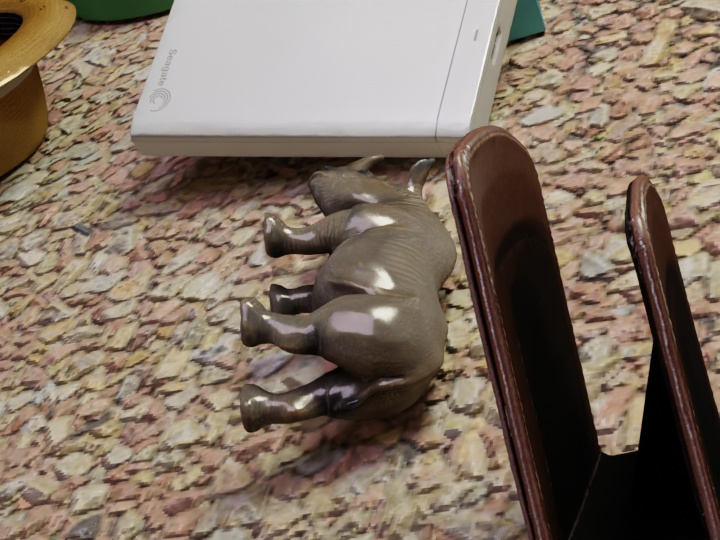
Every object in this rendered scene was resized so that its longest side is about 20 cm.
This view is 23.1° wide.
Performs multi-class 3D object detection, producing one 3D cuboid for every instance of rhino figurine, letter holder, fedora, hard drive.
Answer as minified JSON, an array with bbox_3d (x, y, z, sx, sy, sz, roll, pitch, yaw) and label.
[{"bbox_3d":[0.000,0.000,0.809,0.087,0.060,0.200,-1,33,7],"label":"rhino figurine"},{"bbox_3d":[0.100,0.011,0.571,0.100,0.142,0.200,-15,0,12],"label":"letter holder"},{"bbox_3d":[-0.255,-0.102,1.109,0.200,0.082,0.201,-17,26,8],"label":"fedora"},{"bbox_3d":[-0.019,-0.122,0.980,0.200,0.027,0.132,2,58,22],"label":"hard drive"}]

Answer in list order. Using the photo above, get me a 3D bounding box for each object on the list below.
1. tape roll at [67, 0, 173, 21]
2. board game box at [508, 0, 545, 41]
[{"bbox_3d":[-0.136,-0.254,1.301,0.200,0.048,0.201,-16,32,10],"label":"tape roll"},{"bbox_3d":[0.005,-0.168,1.079,0.200,0.047,0.151,-16,31,9],"label":"board game box"}]
